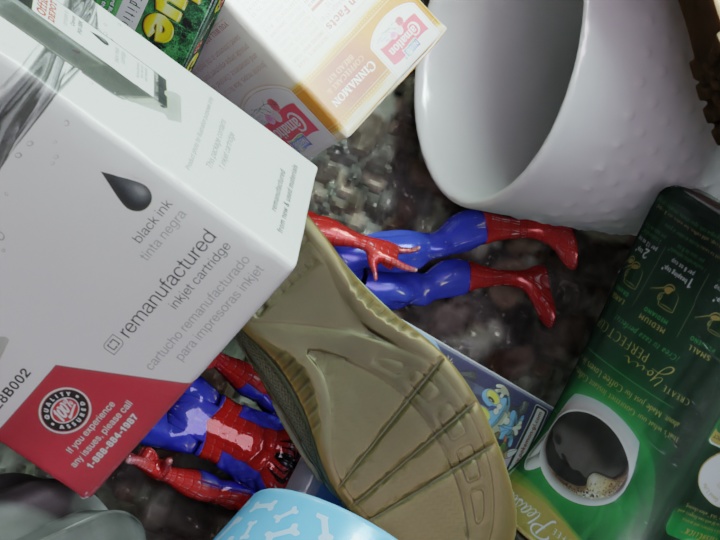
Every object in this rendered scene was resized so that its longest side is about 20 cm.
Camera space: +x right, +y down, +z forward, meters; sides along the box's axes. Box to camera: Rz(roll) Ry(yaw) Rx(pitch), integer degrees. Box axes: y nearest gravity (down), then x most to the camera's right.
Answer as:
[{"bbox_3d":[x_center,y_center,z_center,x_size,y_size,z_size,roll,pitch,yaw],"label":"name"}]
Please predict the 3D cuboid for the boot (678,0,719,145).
[{"bbox_3d":[0.178,-0.106,0.872,0.107,0.075,0.201,-20,86,-6],"label":"boot"}]

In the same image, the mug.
[{"bbox_3d":[0.147,-0.102,0.991,0.174,0.200,0.148,9,50,-27],"label":"mug"}]

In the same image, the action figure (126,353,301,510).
[{"bbox_3d":[-0.084,0.063,0.991,0.199,0.052,0.066,27,77,-15],"label":"action figure"}]

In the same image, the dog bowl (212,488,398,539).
[{"bbox_3d":[0.017,0.160,0.921,0.200,0.111,0.050,38,66,-19],"label":"dog bowl"}]

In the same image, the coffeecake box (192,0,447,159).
[{"bbox_3d":[-0.081,-0.134,0.944,0.200,0.153,0.073,47,65,-9],"label":"coffeecake box"}]

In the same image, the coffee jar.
[{"bbox_3d":[0.129,0.072,0.940,0.085,0.104,0.201,22,101,-43],"label":"coffee jar"}]

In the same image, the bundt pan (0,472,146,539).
[{"bbox_3d":[-0.120,0.171,0.915,0.076,0.201,0.203,-30,96,-36],"label":"bundt pan"}]

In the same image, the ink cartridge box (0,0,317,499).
[{"bbox_3d":[-0.139,-0.030,0.837,0.200,0.083,0.147,35,117,-15],"label":"ink cartridge box"}]

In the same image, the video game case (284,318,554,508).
[{"bbox_3d":[0.037,0.148,0.995,0.182,0.023,0.201,30,82,-21],"label":"video game case"}]

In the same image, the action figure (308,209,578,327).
[{"bbox_3d":[0.000,0.000,1.013,0.199,0.066,0.052,2,51,-14],"label":"action figure"}]

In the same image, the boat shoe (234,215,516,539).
[{"bbox_3d":[-0.006,0.048,0.941,0.073,0.063,0.201,-40,85,-7],"label":"boat shoe"}]

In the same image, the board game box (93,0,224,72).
[{"bbox_3d":[-0.126,-0.081,0.897,0.104,0.200,0.023,33,36,2],"label":"board game box"}]
